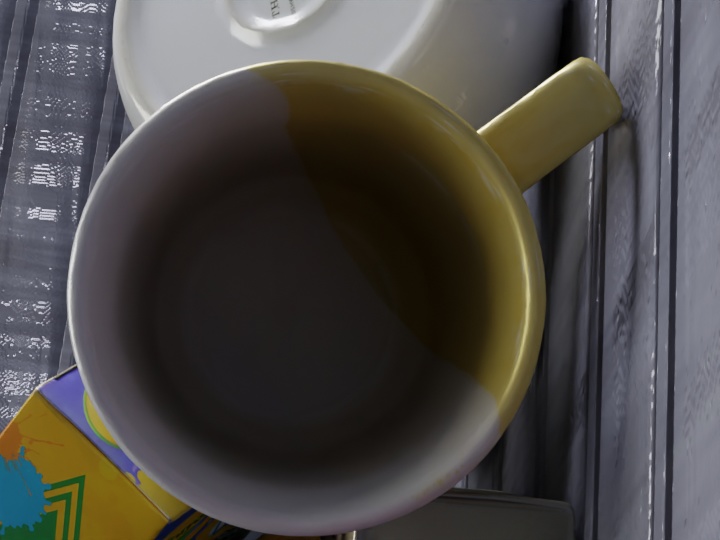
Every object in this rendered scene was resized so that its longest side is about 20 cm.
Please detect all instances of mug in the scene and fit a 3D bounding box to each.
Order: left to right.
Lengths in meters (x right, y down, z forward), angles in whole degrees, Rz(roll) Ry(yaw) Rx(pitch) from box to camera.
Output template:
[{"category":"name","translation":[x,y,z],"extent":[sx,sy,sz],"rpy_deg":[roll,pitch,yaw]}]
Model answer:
[{"category":"mug","translation":[-0.003,0.011,0.956],"extent":[0.153,0.186,0.150],"rpy_deg":[133,132,-85]}]

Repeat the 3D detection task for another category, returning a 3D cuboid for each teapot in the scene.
[{"category":"teapot","translation":[0.006,-0.091,1.146],"extent":[0.146,0.197,0.200],"rpy_deg":[37,-106,-51]}]

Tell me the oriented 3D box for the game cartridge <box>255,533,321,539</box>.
[{"category":"game cartridge","translation":[-0.057,0.197,1.192],"extent":[0.176,0.032,0.200],"rpy_deg":[-30,-40,-56]}]

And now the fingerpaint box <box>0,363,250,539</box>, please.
[{"category":"fingerpaint box","translation":[-0.091,0.092,1.097],"extent":[0.167,0.073,0.200],"rpy_deg":[-51,-9,29]}]

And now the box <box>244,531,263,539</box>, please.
[{"category":"box","translation":[-0.083,0.169,1.504],"extent":[0.197,0.200,0.124],"rpy_deg":[103,172,-65]}]

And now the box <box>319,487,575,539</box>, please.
[{"category":"box","translation":[0.027,0.127,1.054],"extent":[0.200,0.078,0.095],"rpy_deg":[130,144,-84]}]
